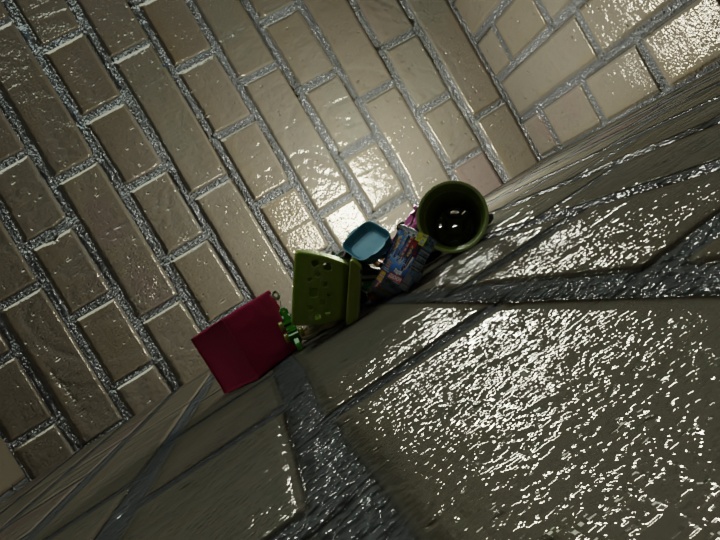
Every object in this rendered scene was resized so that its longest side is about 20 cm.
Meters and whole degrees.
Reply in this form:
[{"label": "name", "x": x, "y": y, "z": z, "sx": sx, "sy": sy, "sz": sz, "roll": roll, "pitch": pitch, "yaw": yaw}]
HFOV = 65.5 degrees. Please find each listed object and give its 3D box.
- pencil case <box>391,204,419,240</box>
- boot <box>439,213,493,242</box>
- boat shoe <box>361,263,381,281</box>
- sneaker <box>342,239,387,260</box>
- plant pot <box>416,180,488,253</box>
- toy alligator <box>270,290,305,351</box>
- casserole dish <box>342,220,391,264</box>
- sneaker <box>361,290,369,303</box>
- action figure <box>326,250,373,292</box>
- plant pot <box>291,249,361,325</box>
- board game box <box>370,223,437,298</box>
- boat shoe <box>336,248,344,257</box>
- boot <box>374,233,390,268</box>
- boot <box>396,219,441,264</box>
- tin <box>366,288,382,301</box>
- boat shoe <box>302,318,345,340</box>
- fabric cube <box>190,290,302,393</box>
[{"label": "pencil case", "x": 0.148, "y": -0.110, "z": 1.725, "sx": 0.201, "sy": 0.090, "sz": 0.094, "roll": -56, "pitch": -20, "yaw": 0}, {"label": "boot", "x": 0.331, "y": -0.129, "z": 1.832, "sx": 0.199, "sy": 0.078, "sz": 0.138, "roll": -12, "pitch": 10, "yaw": 40}, {"label": "boat shoe", "x": -0.001, "y": 0.000, "z": 1.656, "sx": 0.199, "sy": 0.067, "sz": 0.072, "roll": -6, "pitch": -4, "yaw": 3}, {"label": "sneaker", "x": 0.019, "y": -0.048, "z": 1.692, "sx": 0.082, "sy": 0.070, "sz": 0.199, "roll": -51, "pitch": 26, "yaw": -16}, {"label": "plant pot", "x": 0.272, "y": -0.143, "z": 1.632, "sx": 0.199, "sy": 0.201, "sz": 0.190, "roll": -31, "pitch": -9, "yaw": 9}, {"label": "toy alligator", "x": -0.209, "y": 0.151, "z": 1.627, "sx": 0.059, "sy": 0.201, "sz": 0.054, "roll": -24, "pitch": -25, "yaw": -10}, {"label": "casserole dish", "x": 0.022, "y": -0.076, "z": 1.613, "sx": 0.121, "sy": 0.039, "sz": 0.200, "roll": -43, "pitch": 31, "yaw": -6}, {"label": "sneaker", "x": -0.067, "y": 0.070, "z": 1.685, "sx": 0.198, "sy": 0.079, "sz": 0.140, "roll": 6, "pitch": -17, "yaw": -28}, {"label": "action figure", "x": -0.019, "y": 0.028, "z": 1.770, "sx": 0.055, "sy": 0.198, "sz": 0.119, "roll": -65, "pitch": -6, "yaw": -70}, {"label": "plant pot", "x": -0.087, "y": 0.048, "z": 1.540, "sx": 0.179, "sy": 0.201, "sz": 0.200, "roll": 4, "pitch": 3, "yaw": 2}, {"label": "board game box", "x": 0.114, "y": -0.010, "z": 1.486, "sx": 0.201, "sy": 0.061, "sz": 0.200, "roll": -61, "pitch": 20, "yaw": 4}, {"label": "boat shoe", "x": -0.004, "y": 0.010, "z": 1.887, "sx": 0.071, "sy": 0.200, "sz": 0.064, "roll": -46, "pitch": 22, "yaw": 13}, {"label": "boot", "x": 0.079, "y": -0.075, "z": 1.930, "sx": 0.187, "sy": 0.069, "sz": 0.199, "roll": -14, "pitch": 27, "yaw": -35}, {"label": "boot", "x": 0.148, "y": -0.075, "z": 1.806, "sx": 0.199, "sy": 0.152, "sz": 0.073, "roll": -28, "pitch": -26, "yaw": 21}, {"label": "tin", "x": 0.105, "y": 0.031, "z": 1.675, "sx": 0.199, "sy": 0.042, "sz": 0.112, "roll": -32, "pitch": 6, "yaw": -25}, {"label": "boat shoe", "x": -0.126, "y": 0.155, "z": 1.709, "sx": 0.199, "sy": 0.065, "sz": 0.071, "roll": -30, "pitch": 3, "yaw": 37}, {"label": "fabric cube", "x": -0.335, "y": 0.211, "z": 1.653, "sx": 0.199, "sy": 0.197, "sz": 0.199, "roll": -28, "pitch": 6, "yaw": 41}]
